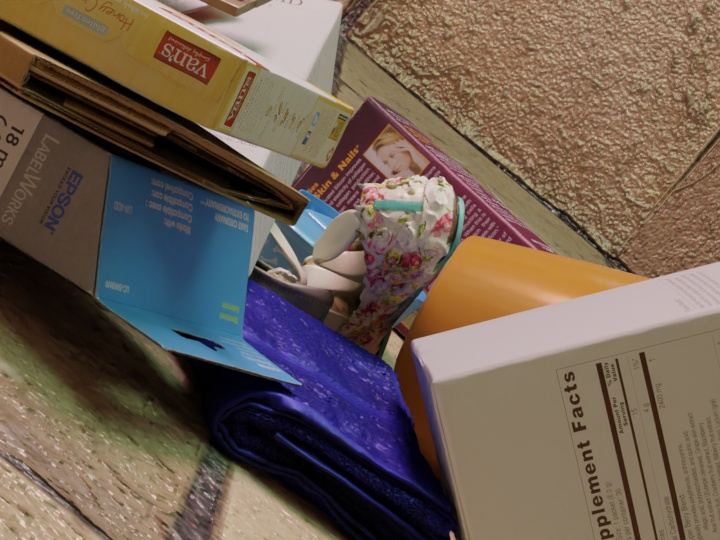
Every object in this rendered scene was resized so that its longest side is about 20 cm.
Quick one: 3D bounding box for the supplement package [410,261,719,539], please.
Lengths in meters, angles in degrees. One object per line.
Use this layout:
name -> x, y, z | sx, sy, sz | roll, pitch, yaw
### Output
supplement package -> 0.136, 0.076, 1.261 | 0.121, 0.199, 0.120 | -112, -172, -81

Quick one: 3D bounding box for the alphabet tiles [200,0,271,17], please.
alphabet tiles -> -0.137, -0.182, 1.329 | 0.199, 0.008, 0.167 | 26, 19, 8

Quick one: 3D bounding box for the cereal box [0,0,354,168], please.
cereal box -> -0.092, -0.100, 1.161 | 0.143, 0.040, 0.200 | 28, 3, 12

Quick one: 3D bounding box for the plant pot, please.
plant pot -> 0.117, 0.075, 1.442 | 0.183, 0.201, 0.200 | 25, 6, 10

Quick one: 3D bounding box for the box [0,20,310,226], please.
box -> -0.134, -0.087, 1.172 | 0.163, 0.021, 0.200 | 25, 4, -40

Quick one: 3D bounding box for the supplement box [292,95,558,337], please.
supplement box -> 0.052, -0.015, 1.819 | 0.200, 0.110, 0.086 | 44, 8, 21

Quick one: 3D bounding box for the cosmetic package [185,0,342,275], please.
cosmetic package -> -0.080, -0.082, 1.364 | 0.101, 0.074, 0.200 | 12, 35, 5

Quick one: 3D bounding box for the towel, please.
towel -> -0.023, 0.065, 1.281 | 0.148, 0.050, 0.200 | 38, 9, -21

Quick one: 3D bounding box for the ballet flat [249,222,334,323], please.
ballet flat -> -0.095, -0.031, 1.413 | 0.200, 0.064, 0.067 | 42, 8, 11

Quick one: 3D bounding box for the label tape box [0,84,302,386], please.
label tape box -> -0.117, -0.029, 1.174 | 0.200, 0.063, 0.144 | 31, 4, 25

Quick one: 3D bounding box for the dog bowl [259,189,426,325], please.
dog bowl -> -0.030, -0.004, 1.611 | 0.111, 0.050, 0.200 | 43, 9, 21

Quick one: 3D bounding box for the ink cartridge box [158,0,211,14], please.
ink cartridge box -> -0.186, -0.175, 1.402 | 0.177, 0.199, 0.045 | 59, -28, 28

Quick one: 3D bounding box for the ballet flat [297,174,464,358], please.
ballet flat -> 0.000, 0.000, 1.432 | 0.064, 0.200, 0.076 | 10, 59, -13
